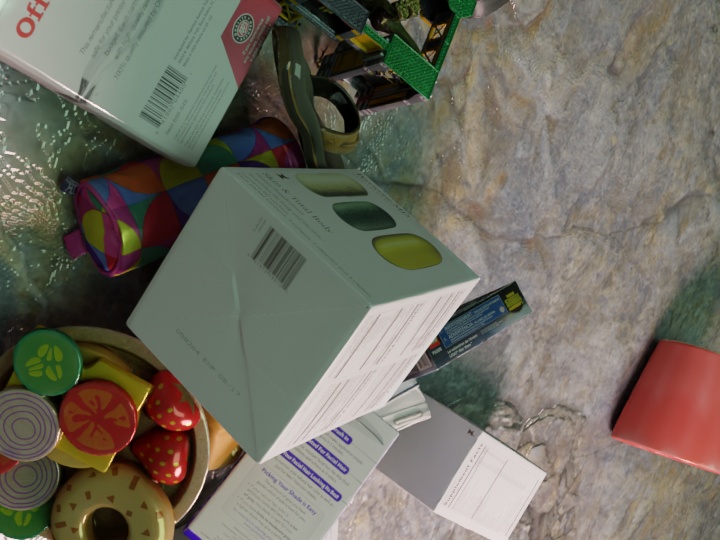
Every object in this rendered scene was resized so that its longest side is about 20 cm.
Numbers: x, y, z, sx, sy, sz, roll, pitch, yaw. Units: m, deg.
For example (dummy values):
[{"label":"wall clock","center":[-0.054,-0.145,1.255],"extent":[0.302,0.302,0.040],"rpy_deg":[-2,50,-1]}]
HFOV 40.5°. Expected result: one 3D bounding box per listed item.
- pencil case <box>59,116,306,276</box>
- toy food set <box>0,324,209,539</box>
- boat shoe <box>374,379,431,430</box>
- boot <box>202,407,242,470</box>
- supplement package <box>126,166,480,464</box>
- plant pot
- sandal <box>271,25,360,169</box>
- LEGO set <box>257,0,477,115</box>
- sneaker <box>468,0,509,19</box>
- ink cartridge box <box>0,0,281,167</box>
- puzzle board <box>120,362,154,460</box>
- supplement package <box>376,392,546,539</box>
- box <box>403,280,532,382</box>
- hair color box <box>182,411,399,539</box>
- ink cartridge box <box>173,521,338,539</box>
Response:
[{"label":"pencil case","center":[-0.139,-0.063,0.796],"extent":[0.200,0.088,0.089],"rpy_deg":[-24,127,-34]},{"label":"toy food set","center":[-0.219,0.139,0.769],"extent":[0.201,0.197,0.049],"rpy_deg":[-60,-175,15]},{"label":"boat shoe","center":[-0.008,0.181,1.050],"extent":[0.200,0.066,0.072],"rpy_deg":[-26,170,-34]},{"label":"boot","center":[-0.120,0.116,0.874],"extent":[0.145,0.071,0.201],"rpy_deg":[-68,168,9]},{"label":"supplement package","center":[-0.037,0.023,0.756],"extent":[0.151,0.152,0.200],"rpy_deg":[-55,161,21]},{"label":"plant pot","center":[0.522,0.215,1.554],"extent":[0.200,0.200,0.178],"rpy_deg":[26,81,-49]},{"label":"sandal","center":[-0.029,-0.132,0.804],"extent":[0.054,0.082,0.200],"rpy_deg":[-15,151,2]},{"label":"LEGO set","center":[-0.008,-0.226,0.841],"extent":[0.200,0.116,0.154],"rpy_deg":[23,74,-36]},{"label":"sneaker","center":[0.137,-0.323,0.951],"extent":[0.200,0.060,0.104],"rpy_deg":[-41,140,-17]},{"label":"ink cartridge box","center":[-0.174,-0.185,0.689],"extent":[0.200,0.085,0.146],"rpy_deg":[31,87,-51]},{"label":"puzzle board","center":[-0.152,0.066,0.849],"extent":[0.151,0.017,0.201],"rpy_deg":[-34,143,-71]},{"label":"supplement package","center":[0.126,0.246,1.210],"extent":[0.114,0.109,0.200],"rpy_deg":[-57,139,-5]},{"label":"box","center":[0.065,0.078,1.008],"extent":[0.137,0.200,0.040],"rpy_deg":[-26,87,-35]},{"label":"hair color box","center":[-0.066,0.204,0.944],"extent":[0.200,0.109,0.065],"rpy_deg":[-50,180,-22]},{"label":"ink cartridge box","center":[-0.125,0.323,1.015],"extent":[0.199,0.083,0.146],"rpy_deg":[-20,125,-39]}]
